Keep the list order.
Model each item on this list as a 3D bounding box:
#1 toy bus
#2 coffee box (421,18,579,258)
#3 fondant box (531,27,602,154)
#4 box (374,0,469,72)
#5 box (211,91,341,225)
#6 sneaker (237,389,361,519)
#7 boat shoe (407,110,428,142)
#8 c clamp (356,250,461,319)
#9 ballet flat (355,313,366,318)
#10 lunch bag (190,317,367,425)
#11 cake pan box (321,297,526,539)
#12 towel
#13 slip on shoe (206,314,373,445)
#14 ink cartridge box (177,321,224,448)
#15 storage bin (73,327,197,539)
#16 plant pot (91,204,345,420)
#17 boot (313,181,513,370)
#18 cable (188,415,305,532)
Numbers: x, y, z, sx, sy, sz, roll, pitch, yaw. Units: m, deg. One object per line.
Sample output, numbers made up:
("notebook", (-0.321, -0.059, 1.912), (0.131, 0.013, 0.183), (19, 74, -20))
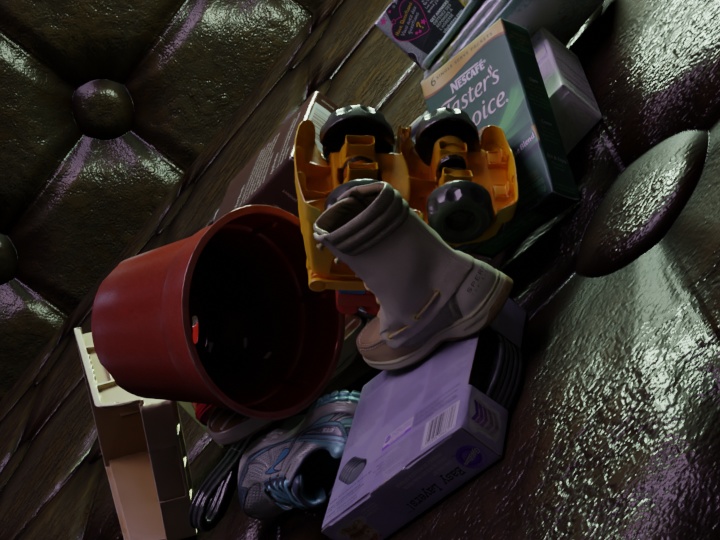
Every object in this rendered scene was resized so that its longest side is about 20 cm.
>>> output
("toy bus", (0.037, -0.040, 1.354), (0.136, 0.198, 0.193), (-96, 7, -48))
("coffee box", (0.131, -0.127, 1.404), (0.123, 0.044, 0.201), (-35, 56, 39))
("fondant box", (0.171, -0.158, 1.523), (0.144, 0.058, 0.200), (-48, 15, 20))
("box", (0.116, -0.293, 1.730), (0.132, 0.115, 0.200), (-50, -12, 11))
("box", (-0.066, -0.080, 1.849), (0.200, 0.164, 0.166), (-43, 19, 35))
("sneaker", (-0.061, 0.195, 1.410), (0.200, 0.077, 0.087), (-44, 24, 36))
("boat shoe", (0.048, -0.093, 1.524), (0.201, 0.073, 0.063), (-56, 17, -24))
("c clamp", (0.059, -0.007, 1.442), (0.170, 0.027, 0.201), (22, 69, 32))
("ballet flat", (0.000, 0.000, 1.579), (0.057, 0.066, 0.200), (-63, 14, 19))
("lunch bag", (-0.092, 0.087, 1.620), (0.200, 0.176, 0.082), (-48, 61, 25))
("cake pan box", (0.058, 0.125, 1.256), (0.200, 0.052, 0.185), (-43, 21, 35))
("towel", (0.169, -0.265, 1.599), (0.200, 0.048, 0.171), (-49, -26, 21))
("slip on shoe", (-0.066, 0.124, 1.484), (0.200, 0.061, 0.076), (-39, 30, -28))
("ink cartridge box", (-0.157, 0.082, 1.764), (0.200, 0.173, 0.044), (-50, -16, 11))
("storage bin", (-0.259, 0.189, 1.700), (0.093, 0.202, 0.199), (-13, 28, -12))
("plant pot", (-0.152, 0.049, 1.430), (0.194, 0.201, 0.202), (-9, 44, 46))
("boot", (0.018, 0.005, 1.250), (0.200, 0.154, 0.072), (-29, 27, 54))
("cable", (-0.108, 0.184, 1.502), (0.200, 0.050, 0.098), (-53, -27, -47))
